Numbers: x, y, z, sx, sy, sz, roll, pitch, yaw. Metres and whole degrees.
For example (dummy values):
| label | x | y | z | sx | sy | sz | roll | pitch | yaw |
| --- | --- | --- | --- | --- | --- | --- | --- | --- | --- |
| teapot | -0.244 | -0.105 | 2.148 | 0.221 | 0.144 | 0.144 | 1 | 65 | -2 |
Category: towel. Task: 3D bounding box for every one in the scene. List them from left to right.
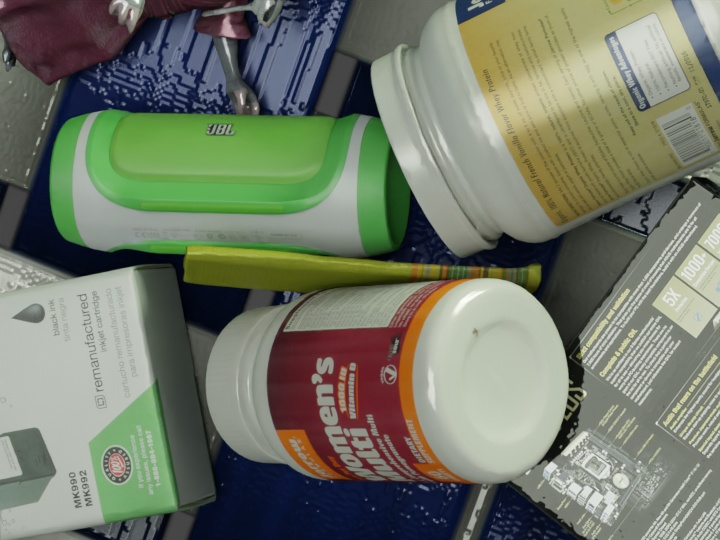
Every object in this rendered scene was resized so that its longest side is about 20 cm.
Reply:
| label | x | y | z | sx | sy | sz | roll | pitch | yaw |
| --- | --- | --- | --- | --- | --- | --- | --- | --- | --- |
| towel | 0.000 | 0.000 | 1.443 | 0.199 | 0.086 | 0.018 | 4 | 79 | -5 |

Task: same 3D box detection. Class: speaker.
| label | x | y | z | sx | sy | sz | roll | pitch | yaw |
| --- | --- | --- | --- | --- | --- | --- | --- | --- | --- |
| speaker | -0.075 | -0.050 | 1.485 | 0.199 | 0.088 | 0.089 | 2 | 92 | 13 |

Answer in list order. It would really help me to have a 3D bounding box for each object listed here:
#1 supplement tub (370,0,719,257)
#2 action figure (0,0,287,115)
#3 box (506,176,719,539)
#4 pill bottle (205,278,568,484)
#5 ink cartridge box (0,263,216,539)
| label | x | y | z | sx | sy | sz | roll | pitch | yaw |
| --- | --- | --- | --- | --- | --- | --- | --- | --- | --- |
| supplement tub | 0.120 | -0.102 | 1.407 | 0.199 | 0.144 | 0.145 | -25 | 86 | 13 |
| action figure | -0.119 | -0.174 | 1.499 | 0.199 | 0.134 | 0.150 | -6 | 62 | 13 |
| box | 0.194 | 0.075 | 1.425 | 0.164 | 0.086 | 0.200 | 37 | 99 | 10 |
| pill bottle | 0.010 | 0.062 | 1.417 | 0.199 | 0.109 | 0.110 | -5 | 91 | 48 |
| ink cartridge box | -0.201 | 0.086 | 1.520 | 0.199 | 0.084 | 0.147 | -12 | 89 | 14 |
